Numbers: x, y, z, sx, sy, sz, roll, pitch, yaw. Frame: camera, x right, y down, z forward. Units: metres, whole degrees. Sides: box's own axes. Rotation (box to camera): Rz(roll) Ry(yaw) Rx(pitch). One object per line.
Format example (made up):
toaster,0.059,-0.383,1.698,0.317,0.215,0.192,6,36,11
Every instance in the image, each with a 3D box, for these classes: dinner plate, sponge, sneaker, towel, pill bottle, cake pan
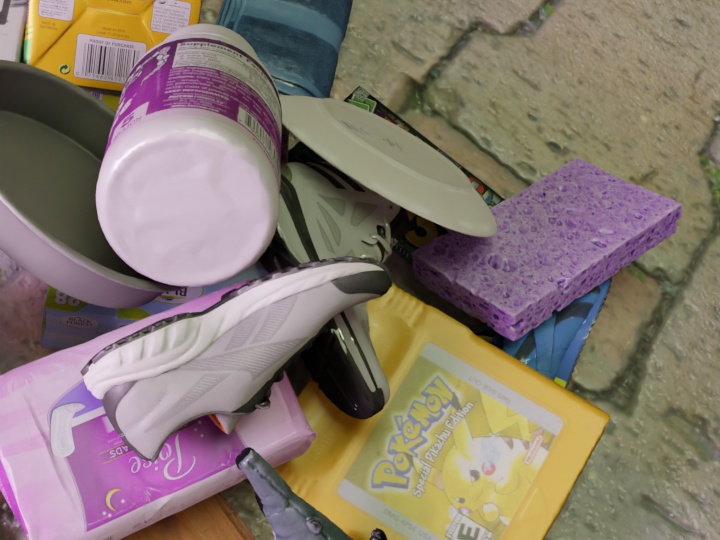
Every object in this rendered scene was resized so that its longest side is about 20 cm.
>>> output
dinner plate,0.022,-0.088,0.930,0.199,0.024,0.200,27,16,-8
sponge,0.150,-0.023,0.973,0.199,0.030,0.111,-30,44,-29
sneaker,0.138,0.041,0.960,0.078,0.066,0.201,31,56,2
towel,-0.066,-0.219,1.066,0.111,0.049,0.201,17,56,-8
sneaker,-0.067,0.048,0.750,0.199,0.074,0.080,-25,92,-18
pill bottle,-0.106,-0.086,0.799,0.111,0.113,0.201,11,30,-10
sneaker,0.000,0.000,0.862,0.114,0.076,0.202,-17,66,-23
cake pan,-0.186,-0.054,0.797,0.200,0.037,0.201,38,23,-20

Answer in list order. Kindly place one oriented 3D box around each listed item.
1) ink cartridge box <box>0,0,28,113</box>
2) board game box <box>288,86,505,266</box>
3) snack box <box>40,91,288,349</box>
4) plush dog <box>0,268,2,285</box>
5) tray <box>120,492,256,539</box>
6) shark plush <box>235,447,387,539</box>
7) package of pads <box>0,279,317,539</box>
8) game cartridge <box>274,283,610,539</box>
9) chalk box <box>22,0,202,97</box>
ink cartridge box,-0.285,-0.176,0.932,0.066,0.116,0.202,7,57,-12
board game box,0.044,-0.063,1.022,0.199,0.024,0.105,38,58,8
snack box,-0.142,-0.033,0.919,0.167,0.068,0.202,8,60,-13
plush dog,-0.316,0.048,0.765,0.198,0.172,0.162,-3,98,-9
tray,-0.129,0.183,0.811,0.098,0.037,0.200,-31,74,-30
shark plush,-0.005,0.179,0.782,0.201,0.083,0.091,58,39,-10
package of pads,-0.137,0.098,0.784,0.199,0.076,0.121,-22,78,-24
game cartridge,0.050,0.125,0.865,0.199,0.032,0.177,31,72,9
chalk box,-0.189,-0.217,0.958,0.123,0.125,0.200,7,18,-13
